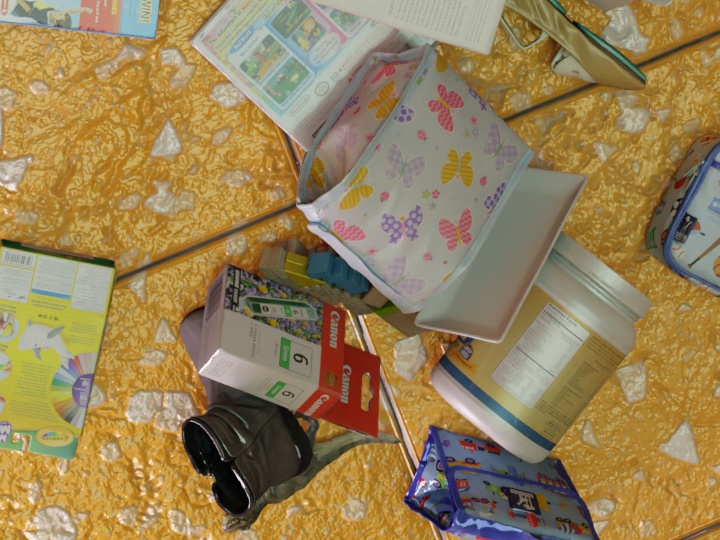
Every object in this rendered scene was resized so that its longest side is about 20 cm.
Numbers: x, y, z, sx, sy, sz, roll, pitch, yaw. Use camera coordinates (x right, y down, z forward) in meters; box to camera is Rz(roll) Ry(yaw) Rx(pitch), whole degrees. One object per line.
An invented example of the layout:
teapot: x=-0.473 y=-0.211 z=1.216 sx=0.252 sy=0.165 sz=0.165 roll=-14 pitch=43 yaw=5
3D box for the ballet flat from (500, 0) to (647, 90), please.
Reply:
ballet flat: x=0.192 y=-0.231 z=1.737 sx=0.200 sy=0.069 sz=0.063 roll=41 pitch=102 yaw=-6

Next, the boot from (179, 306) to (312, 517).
boot: x=-0.131 y=0.129 z=1.697 sx=0.070 sy=0.132 sz=0.200 roll=-40 pitch=81 yaw=29

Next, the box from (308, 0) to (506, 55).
box: x=0.031 y=-0.277 z=1.633 sx=0.199 sy=0.124 sz=0.098 roll=16 pitch=100 yaw=-7

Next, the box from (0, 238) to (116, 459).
box: x=-0.313 y=0.079 z=1.725 sx=0.117 sy=0.048 sz=0.201 roll=12 pitch=98 yaw=-12

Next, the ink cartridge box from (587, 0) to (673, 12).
ink cartridge box: x=0.224 y=-0.342 z=1.667 sx=0.200 sy=0.125 sz=0.129 roll=31 pitch=79 yaw=-14

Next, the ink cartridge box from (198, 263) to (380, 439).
ink cartridge box: x=-0.056 y=0.080 z=1.721 sx=0.200 sy=0.109 sz=0.050 roll=22 pitch=135 yaw=-21

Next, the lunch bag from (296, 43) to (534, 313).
lunch bag: x=0.039 y=-0.085 z=1.674 sx=0.170 sy=0.127 sz=0.200 roll=40 pitch=68 yaw=-28

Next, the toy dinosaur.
toy dinosaur: x=-0.066 y=0.186 z=1.792 sx=0.200 sy=0.047 sz=0.088 roll=-30 pitch=109 yaw=-5

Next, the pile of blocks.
pile of blocks: x=0.000 y=0.000 z=1.744 sx=0.199 sy=0.082 sz=0.062 roll=20 pitch=59 yaw=-18

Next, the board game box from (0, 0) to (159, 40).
board game box: x=-0.277 y=-0.325 z=1.637 sx=0.195 sy=0.056 sz=0.201 roll=5 pitch=101 yaw=-11

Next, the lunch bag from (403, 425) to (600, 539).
lunch bag: x=0.143 y=0.242 z=1.756 sx=0.150 sy=0.200 sz=0.094 roll=16 pitch=100 yaw=-13

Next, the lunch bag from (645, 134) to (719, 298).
lunch bag: x=0.398 y=-0.045 z=1.804 sx=0.200 sy=0.076 sz=0.161 roll=28 pitch=94 yaw=-15

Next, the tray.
tray: x=0.140 y=-0.015 z=1.720 sx=0.022 sy=0.107 sz=0.200 roll=51 pitch=60 yaw=-42

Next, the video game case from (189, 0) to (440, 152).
video game case: x=-0.033 y=-0.234 z=1.715 sx=0.182 sy=0.024 sz=0.200 roll=42 pitch=93 yaw=-15

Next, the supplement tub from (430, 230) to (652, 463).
supplement tub: x=0.181 y=0.073 z=1.755 sx=0.145 sy=0.145 sz=0.200 roll=37 pitch=94 yaw=-15
